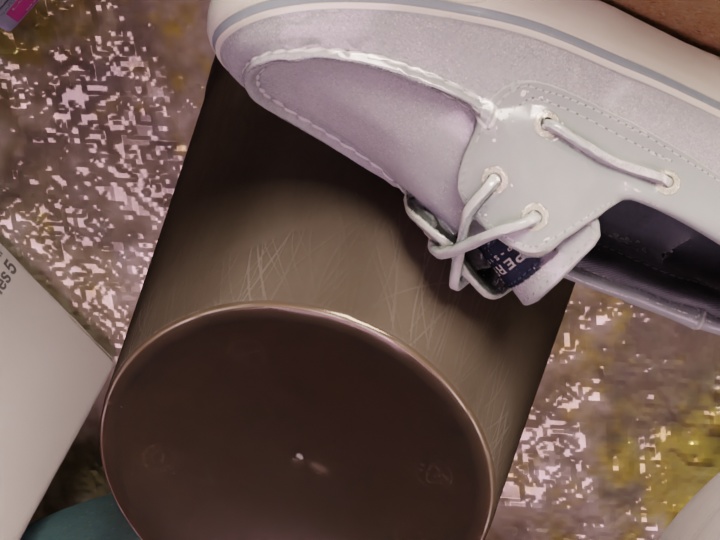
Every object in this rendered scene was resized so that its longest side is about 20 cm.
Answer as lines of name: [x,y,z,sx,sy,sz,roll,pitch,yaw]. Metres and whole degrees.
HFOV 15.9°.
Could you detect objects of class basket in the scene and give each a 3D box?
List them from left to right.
basket: [0.000,0.000,0.782,0.136,0.200,0.180,33,126,-10]

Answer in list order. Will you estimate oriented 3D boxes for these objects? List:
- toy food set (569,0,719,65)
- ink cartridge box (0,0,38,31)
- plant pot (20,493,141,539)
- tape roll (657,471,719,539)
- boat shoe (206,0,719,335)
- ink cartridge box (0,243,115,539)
toy food set: [0.061,-0.100,0.660,0.197,0.049,0.200,-2,158,29]
ink cartridge box: [-0.135,-0.117,0.665,0.119,0.200,0.042,39,88,-3]
plant pot: [-0.065,0.154,0.931,0.200,0.200,0.135,40,93,-15]
tape roll: [0.199,0.141,0.832,0.202,0.203,0.139,-21,117,25]
boat shoe: [0.052,-0.026,0.681,0.200,0.072,0.070,17,153,-16]
ink cartridge box: [-0.198,0.091,0.924,0.200,0.146,0.084,-35,108,31]
